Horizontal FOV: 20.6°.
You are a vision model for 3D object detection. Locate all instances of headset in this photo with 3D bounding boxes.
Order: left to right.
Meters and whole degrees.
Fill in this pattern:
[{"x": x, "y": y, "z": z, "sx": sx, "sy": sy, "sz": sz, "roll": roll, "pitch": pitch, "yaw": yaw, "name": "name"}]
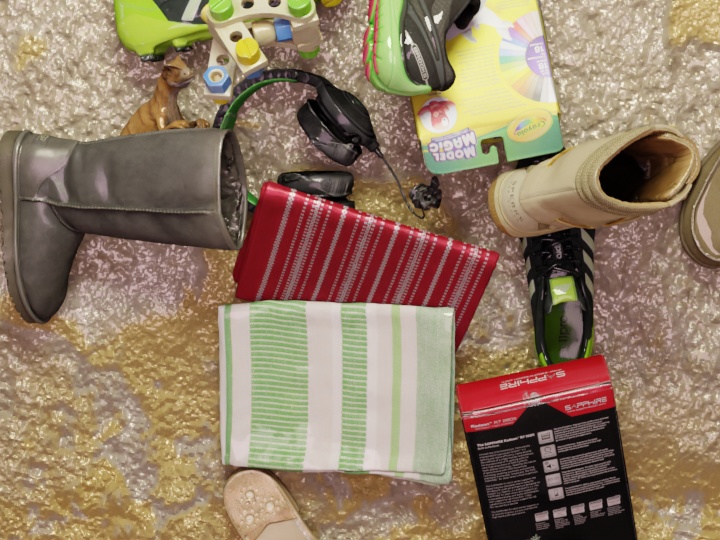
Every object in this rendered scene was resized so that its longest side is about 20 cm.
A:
[{"x": -0.029, "y": -0.088, "z": 1.603, "sx": 0.199, "sy": 0.094, "sz": 0.124, "roll": 20, "pitch": 99, "yaw": 9, "name": "headset"}]

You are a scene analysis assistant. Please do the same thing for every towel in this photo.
[{"x": -0.021, "y": 0.100, "z": 1.641, "sx": 0.199, "sy": 0.023, "sz": 0.154, "roll": 3, "pitch": 106, "yaw": 13, "name": "towel"}, {"x": 0.000, "y": 0.000, "z": 1.609, "sx": 0.199, "sy": 0.023, "sz": 0.145, "roll": 17, "pitch": 141, "yaw": -3, "name": "towel"}]

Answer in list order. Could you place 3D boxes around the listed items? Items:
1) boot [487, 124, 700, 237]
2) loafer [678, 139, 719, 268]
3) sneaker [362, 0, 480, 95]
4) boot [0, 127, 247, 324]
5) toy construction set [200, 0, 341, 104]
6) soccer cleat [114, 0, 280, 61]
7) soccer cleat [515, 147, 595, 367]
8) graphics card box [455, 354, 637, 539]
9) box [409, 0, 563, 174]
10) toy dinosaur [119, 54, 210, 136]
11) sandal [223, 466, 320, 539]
[{"x": 0.218, "y": -0.077, "z": 1.540, "sx": 0.199, "sy": 0.155, "sz": 0.073, "roll": -12, "pitch": 89, "yaw": -30, "name": "boot"}, {"x": 0.326, "y": -0.090, "z": 1.609, "sx": 0.076, "sy": 0.067, "sz": 0.201, "roll": 29, "pitch": 98, "yaw": -3, "name": "loafer"}, {"x": 0.052, "y": -0.226, "z": 1.541, "sx": 0.083, "sy": 0.077, "sz": 0.201, "roll": 11, "pitch": 76, "yaw": -13, "name": "sneaker"}, {"x": -0.187, "y": -0.034, "z": 1.594, "sx": 0.199, "sy": 0.073, "sz": 0.183, "roll": 3, "pitch": 119, "yaw": 10, "name": "boot"}, {"x": -0.085, "y": -0.236, "z": 1.515, "sx": 0.130, "sy": 0.092, "sz": 0.201, "roll": -19, "pitch": 79, "yaw": -2, "name": "toy construction set"}, {"x": -0.103, "y": -0.228, "z": 1.591, "sx": 0.199, "sy": 0.068, "sz": 0.082, "roll": -14, "pitch": 93, "yaw": 5, "name": "soccer cleat"}, {"x": 0.163, "y": -0.006, "z": 1.619, "sx": 0.067, "sy": 0.081, "sz": 0.201, "roll": -7, "pitch": 99, "yaw": 2, "name": "soccer cleat"}, {"x": 0.156, "y": 0.169, "z": 1.624, "sx": 0.125, "sy": 0.051, "sz": 0.201, "roll": -13, "pitch": 123, "yaw": 3, "name": "graphics card box"}, {"x": 0.090, "y": -0.175, "z": 1.575, "sx": 0.117, "sy": 0.048, "sz": 0.201, "roll": -10, "pitch": 73, "yaw": 3, "name": "box"}, {"x": -0.180, "y": -0.097, "z": 1.628, "sx": 0.106, "sy": 0.060, "sz": 0.200, "roll": 44, "pitch": 118, "yaw": -4, "name": "toy dinosaur"}, {"x": -0.044, "y": 0.260, "z": 1.670, "sx": 0.077, "sy": 0.070, "sz": 0.212, "roll": -38, "pitch": 96, "yaw": 6, "name": "sandal"}]
